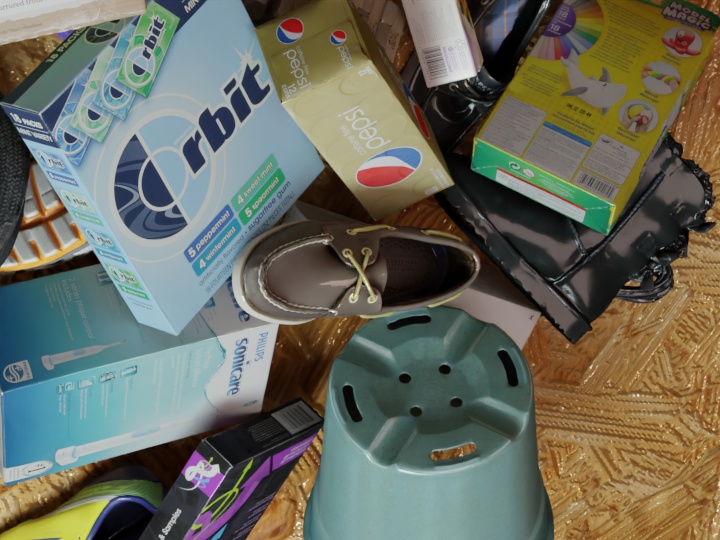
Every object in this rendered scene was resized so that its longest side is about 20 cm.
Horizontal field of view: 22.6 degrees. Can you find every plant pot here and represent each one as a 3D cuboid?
[{"bbox_3d":[0.052,0.141,1.352,0.200,0.200,0.196,-20,143,-15],"label":"plant pot"}]

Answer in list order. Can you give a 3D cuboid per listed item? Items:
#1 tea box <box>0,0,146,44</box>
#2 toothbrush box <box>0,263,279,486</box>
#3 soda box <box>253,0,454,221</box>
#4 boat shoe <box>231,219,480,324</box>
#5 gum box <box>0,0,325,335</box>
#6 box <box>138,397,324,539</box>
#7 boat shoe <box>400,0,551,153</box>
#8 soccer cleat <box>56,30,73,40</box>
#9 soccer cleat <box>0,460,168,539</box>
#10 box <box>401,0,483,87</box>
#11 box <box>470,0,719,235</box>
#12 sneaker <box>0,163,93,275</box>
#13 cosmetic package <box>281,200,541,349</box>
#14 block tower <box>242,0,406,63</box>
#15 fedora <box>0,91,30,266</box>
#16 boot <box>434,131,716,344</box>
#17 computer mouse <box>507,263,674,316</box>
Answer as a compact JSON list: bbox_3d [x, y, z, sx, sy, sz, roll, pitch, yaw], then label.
[{"bbox_3d":[-0.255,-0.221,1.071,0.199,0.197,0.134,-15,120,-17],"label":"tea box"},{"bbox_3d":[-0.168,0.063,1.282,0.199,0.085,0.147,-14,151,-17],"label":"toothbrush box"},{"bbox_3d":[-0.001,-0.110,1.235,0.068,0.064,0.200,-25,154,9],"label":"soda box"},{"bbox_3d":[0.000,0.000,1.253,0.200,0.059,0.072,-3,92,-45],"label":"boat shoe"},{"bbox_3d":[-0.121,-0.087,1.175,0.170,0.044,0.200,-50,134,-26],"label":"gum box"},{"bbox_3d":[-0.118,0.194,1.366,0.200,0.036,0.143,-56,164,24],"label":"box"},{"bbox_3d":[0.089,-0.156,1.337,0.070,0.066,0.200,25,103,-31],"label":"boat shoe"},{"bbox_3d":[-0.130,-0.136,1.248,0.199,0.068,0.073,14,105,-33],"label":"soccer cleat"},{"bbox_3d":[-0.231,0.222,1.367,0.200,0.084,0.065,-37,123,-4],"label":"soccer cleat"},{"bbox_3d":[0.040,-0.229,1.263,0.041,0.039,0.201,-13,109,16],"label":"box"},{"bbox_3d":[0.177,-0.134,1.327,0.200,0.117,0.048,-56,166,-24],"label":"box"},{"bbox_3d":[-0.195,-0.039,1.265,0.199,0.079,0.077,-17,158,-2],"label":"sneaker"},{"bbox_3d":[0.035,0.010,1.385,0.199,0.083,0.051,18,106,-30],"label":"cosmetic package"},{"bbox_3d":[-0.064,-0.197,1.245,0.200,0.058,0.054,26,72,-30],"label":"block tower"},{"bbox_3d":[-0.288,-0.033,1.193,0.201,0.201,0.092,-47,154,3],"label":"fedora"},{"bbox_3d":[0.161,-0.059,1.358,0.162,0.073,0.198,-45,103,0],"label":"boot"},{"bbox_3d":[0.183,-0.062,1.437,0.138,0.053,0.201,-7,121,-9],"label":"computer mouse"}]
